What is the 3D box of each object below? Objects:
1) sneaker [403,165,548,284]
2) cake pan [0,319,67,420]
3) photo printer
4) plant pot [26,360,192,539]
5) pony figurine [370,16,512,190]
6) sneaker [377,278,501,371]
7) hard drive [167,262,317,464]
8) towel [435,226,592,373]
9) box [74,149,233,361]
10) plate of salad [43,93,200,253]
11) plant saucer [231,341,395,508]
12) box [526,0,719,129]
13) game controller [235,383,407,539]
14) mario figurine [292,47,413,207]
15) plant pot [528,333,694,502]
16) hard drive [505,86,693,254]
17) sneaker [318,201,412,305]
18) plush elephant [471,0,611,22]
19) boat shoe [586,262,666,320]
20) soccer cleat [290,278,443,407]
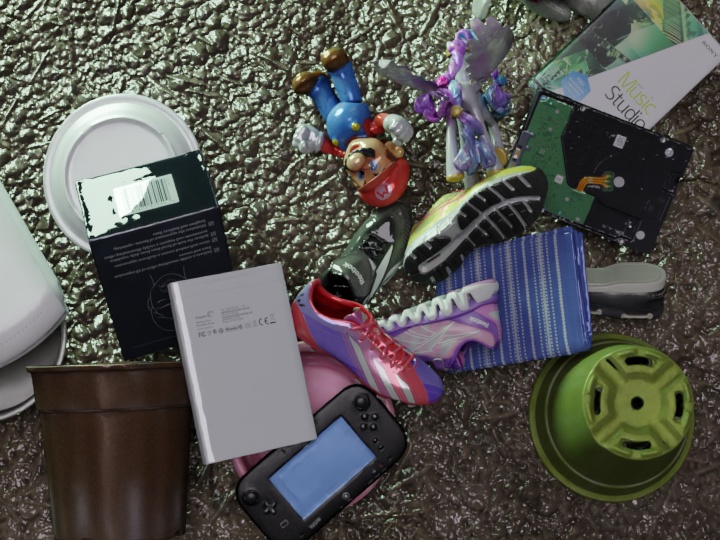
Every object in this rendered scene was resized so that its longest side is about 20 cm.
[{"bbox_3d":[0.129,-0.071,1.729,0.199,0.091,0.078,-31,120,20],"label":"sneaker"},{"bbox_3d":[-0.447,0.083,1.763,0.198,0.037,0.202,0,80,1],"label":"cake pan"},{"bbox_3d":[-0.448,0.015,1.720,0.166,0.069,0.201,-31,81,-4],"label":"photo printer"},{"bbox_3d":[-0.276,0.204,1.668,0.198,0.200,0.200,-2,87,1],"label":"plant pot"},{"bbox_3d":[0.117,-0.203,1.733,0.165,0.193,0.202,-12,81,16],"label":"pony figurine"},{"bbox_3d":[0.080,0.081,1.717,0.199,0.080,0.089,-21,89,18],"label":"sneaker"},{"bbox_3d":[-0.131,0.102,1.632,0.131,0.027,0.202,-10,85,-22],"label":"hard drive"},{"bbox_3d":[0.177,0.037,1.720,0.199,0.024,0.146,-12,78,36],"label":"towel"},{"bbox_3d":[-0.226,-0.016,1.679,0.147,0.201,0.107,-15,45,-9],"label":"box"},{"bbox_3d":[-0.286,-0.113,1.792,0.198,0.048,0.202,0,89,5],"label":"plate of salad"},{"bbox_3d":[-0.058,0.184,1.725,0.199,0.051,0.202,0,86,1],"label":"plant saucer"},{"bbox_3d":[0.320,-0.242,1.768,0.144,0.036,0.200,44,98,-9],"label":"box"},{"bbox_3d":[-0.044,0.223,1.676,0.200,0.042,0.104,-41,86,-1],"label":"game controller"},{"bbox_3d":[-0.012,-0.166,1.762,0.105,0.124,0.201,-23,75,-24],"label":"mario figurine"},{"bbox_3d":[0.297,0.156,1.662,0.198,0.190,0.202,0,79,1],"label":"plant pot"},{"bbox_3d":[0.279,-0.119,1.758,0.199,0.038,0.141,20,102,-3],"label":"hard drive"},{"bbox_3d":[0.000,0.000,1.744,0.066,0.091,0.201,35,82,6],"label":"sneaker"},{"bbox_3d":[0.215,-0.368,1.767,0.199,0.166,0.155,27,39,19],"label":"plush elephant"},{"bbox_3d":[0.263,0.027,1.751,0.198,0.074,0.061,-1,117,7],"label":"boat shoe"},{"bbox_3d":[0.010,0.084,1.663,0.199,0.077,0.067,30,39,5],"label":"soccer cleat"}]
